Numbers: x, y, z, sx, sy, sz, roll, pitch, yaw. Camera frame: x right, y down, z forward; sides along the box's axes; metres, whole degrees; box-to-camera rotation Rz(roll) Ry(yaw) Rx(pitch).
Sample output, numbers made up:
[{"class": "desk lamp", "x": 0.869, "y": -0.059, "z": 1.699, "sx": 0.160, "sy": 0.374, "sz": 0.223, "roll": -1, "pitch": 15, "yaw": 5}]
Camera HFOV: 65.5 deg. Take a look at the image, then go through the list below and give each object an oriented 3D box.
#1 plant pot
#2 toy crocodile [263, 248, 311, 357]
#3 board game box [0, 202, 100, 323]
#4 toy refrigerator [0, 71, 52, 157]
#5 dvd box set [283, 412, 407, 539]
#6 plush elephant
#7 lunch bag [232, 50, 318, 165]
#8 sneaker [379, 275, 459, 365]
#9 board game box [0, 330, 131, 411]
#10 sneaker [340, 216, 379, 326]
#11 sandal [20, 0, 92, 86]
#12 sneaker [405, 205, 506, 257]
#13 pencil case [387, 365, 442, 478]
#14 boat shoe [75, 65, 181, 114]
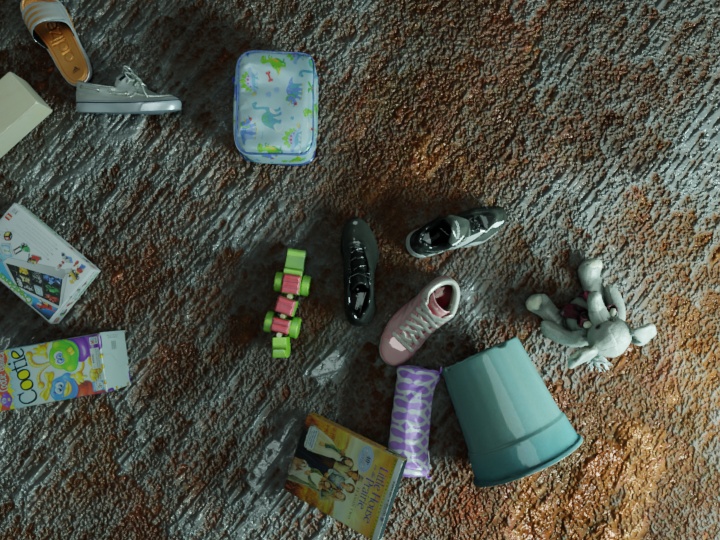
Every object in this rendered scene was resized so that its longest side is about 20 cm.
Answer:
[{"class": "plant pot", "x": 0.245, "y": 0.233, "z": 0.965, "sx": 0.197, "sy": 0.200, "sz": 0.199, "roll": -22, "pitch": 78, "yaw": -2}, {"class": "toy crocodile", "x": -0.135, "y": 0.060, "z": 1.030, "sx": 0.066, "sy": 0.062, "sz": 0.204, "roll": 13, "pitch": 85, "yaw": 0}, {"class": "board game box", "x": -0.605, "y": -0.013, "z": 1.045, "sx": 0.199, "sy": 0.035, "sz": 0.127, "roll": 39, "pitch": 86, "yaw": 2}, {"class": "toy refrigerator", "x": -0.688, "y": -0.267, "z": 1.048, "sx": 0.200, "sy": 0.070, "sz": 0.076, "roll": -44, "pitch": 94, "yaw": -3}, {"class": "dvd box set", "x": -0.029, "y": 0.359, "z": 0.984, "sx": 0.197, "sy": 0.029, "sz": 0.149, "roll": 20, "pitch": 91, "yaw": 24}, {"class": "plush elephant", "x": 0.412, "y": 0.092, "z": 0.984, "sx": 0.163, "sy": 0.155, "sz": 0.203, "roll": -24, "pitch": 86, "yaw": -2}, {"class": "lunch bag", "x": -0.159, "y": -0.303, "z": 1.046, "sx": 0.158, "sy": 0.082, "sz": 0.204, "roll": 0, "pitch": 86, "yaw": -1}, {"class": "sneaker", "x": 0.107, "y": 0.089, "z": 1.009, "sx": 0.075, "sy": 0.105, "sz": 0.201, "roll": 41, "pitch": 88, "yaw": 1}, {"class": "board game box", "x": -0.532, "y": 0.177, "z": 0.997, "sx": 0.196, "sy": 0.105, "sz": 0.105, "roll": -10, "pitch": 86, "yaw": -1}, {"class": "sneaker", "x": 0.000, "y": 0.000, "z": 1.022, "sx": 0.074, "sy": 0.091, "sz": 0.204, "roll": -5, "pitch": 85, "yaw": 1}, {"class": "sandal", "x": -0.582, "y": -0.452, "z": 1.065, "sx": 0.079, "sy": 0.059, "sz": 0.208, "roll": -34, "pitch": 87, "yaw": -3}, {"class": "sneaker", "x": 0.181, "y": -0.073, "z": 1.027, "sx": 0.197, "sy": 0.091, "sz": 0.068, "roll": -17, "pitch": 87, "yaw": -2}, {"class": "pencil case", "x": 0.096, "y": 0.270, "z": 1.004, "sx": 0.084, "sy": 0.084, "sz": 0.204, "roll": 5, "pitch": 85, "yaw": 11}, {"class": "boat shoe", "x": -0.435, "y": -0.339, "z": 1.048, "sx": 0.198, "sy": 0.075, "sz": 0.088, "roll": 2, "pitch": 103, "yaw": 6}]
